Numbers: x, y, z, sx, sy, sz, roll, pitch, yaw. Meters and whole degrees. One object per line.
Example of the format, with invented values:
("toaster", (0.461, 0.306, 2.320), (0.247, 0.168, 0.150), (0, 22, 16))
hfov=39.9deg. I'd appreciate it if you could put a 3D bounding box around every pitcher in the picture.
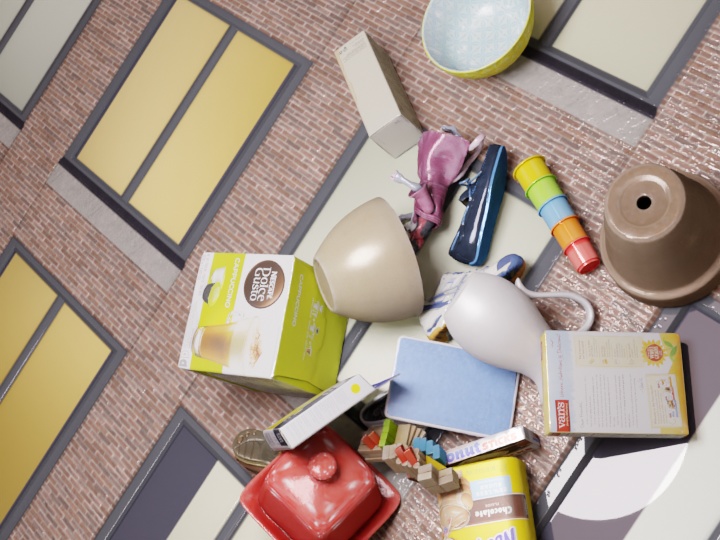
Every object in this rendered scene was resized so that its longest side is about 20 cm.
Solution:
("pitcher", (0.238, 0.074, 1.483), (0.198, 0.121, 0.173), (35, 75, 1))

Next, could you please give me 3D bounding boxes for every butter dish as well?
("butter dish", (-0.060, 0.328, 1.523), (0.199, 0.149, 0.199), (39, 61, 22))

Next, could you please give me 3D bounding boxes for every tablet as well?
("tablet", (0.143, 0.181, 1.532), (0.196, 0.014, 0.133), (10, 75, 6))

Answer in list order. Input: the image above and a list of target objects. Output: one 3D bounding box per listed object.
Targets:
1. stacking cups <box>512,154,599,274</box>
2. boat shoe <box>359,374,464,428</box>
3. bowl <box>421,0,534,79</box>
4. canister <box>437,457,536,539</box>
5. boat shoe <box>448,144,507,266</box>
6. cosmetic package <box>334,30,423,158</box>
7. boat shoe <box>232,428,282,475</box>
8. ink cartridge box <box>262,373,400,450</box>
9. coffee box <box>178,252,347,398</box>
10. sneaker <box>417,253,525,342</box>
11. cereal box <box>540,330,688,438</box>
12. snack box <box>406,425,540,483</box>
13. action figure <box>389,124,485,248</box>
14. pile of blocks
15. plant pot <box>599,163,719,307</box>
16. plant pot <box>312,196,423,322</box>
("stacking cups", (0.305, -0.085, 1.550), (0.060, 0.060, 0.202), (-32, 61, 17))
("boat shoe", (0.087, 0.200, 1.575), (0.197, 0.068, 0.073), (-22, 63, 22))
("bowl", (0.212, -0.405, 1.686), (0.197, 0.107, 0.204), (-10, 69, 27))
("canister", (0.186, 0.387, 1.444), (0.146, 0.086, 0.204), (-17, 64, 24))
("boat shoe", (0.187, -0.112, 1.615), (0.068, 0.084, 0.204), (12, 77, 27))
("cosmetic package", (0.034, -0.312, 1.763), (0.072, 0.103, 0.203), (-30, 59, 19))
("boat shoe", (-0.120, 0.328, 1.657), (0.197, 0.068, 0.073), (19, 52, 18))
("ink cartridge box", (-0.050, 0.207, 1.534), (0.198, 0.198, 0.047), (-35, 87, -17))
("coffee box", (-0.154, 0.095, 1.674), (0.194, 0.199, 0.204), (3, 75, 30))
("sneaker", (0.169, 0.025, 1.584), (0.199, 0.075, 0.089), (-38, 58, 13))
("cereal box", (0.354, 0.160, 1.395), (0.196, 0.040, 0.147), (2, 72, -1))
("snack box", (0.168, 0.280, 1.498), (0.197, 0.072, 0.025), (-24, 62, 22))
("action figure", (0.123, -0.131, 1.664), (0.146, 0.134, 0.204), (8, 76, 8))
("pile of blocks", (0.069, 0.265, 1.486), (0.198, 0.062, 0.083), (17, 66, 46))
("plant pot", (0.423, -0.067, 1.408), (0.197, 0.174, 0.204), (-10, 68, 26))
("plant pot", (0.000, 0.000, 1.593), (0.132, 0.202, 0.202), (-20, 59, -13))
